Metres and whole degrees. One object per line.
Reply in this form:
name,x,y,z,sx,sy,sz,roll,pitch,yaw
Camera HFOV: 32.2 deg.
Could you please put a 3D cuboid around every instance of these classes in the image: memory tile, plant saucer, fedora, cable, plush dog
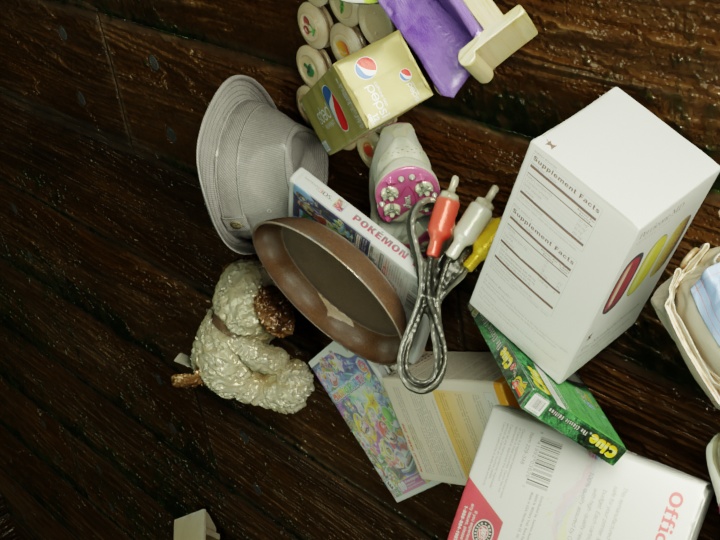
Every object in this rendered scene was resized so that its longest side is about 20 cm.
memory tile,-0.015,-0.205,1.258,0.153,0.017,0.201,38,142,33
plant saucer,-0.025,0.015,1.262,0.200,0.035,0.201,36,159,16
fedora,-0.091,-0.107,1.336,0.090,0.177,0.201,7,139,21
cable,0.067,0.008,1.133,0.097,0.201,0.050,24,164,5
plush dog,-0.148,0.067,1.551,0.200,0.160,0.173,43,124,50

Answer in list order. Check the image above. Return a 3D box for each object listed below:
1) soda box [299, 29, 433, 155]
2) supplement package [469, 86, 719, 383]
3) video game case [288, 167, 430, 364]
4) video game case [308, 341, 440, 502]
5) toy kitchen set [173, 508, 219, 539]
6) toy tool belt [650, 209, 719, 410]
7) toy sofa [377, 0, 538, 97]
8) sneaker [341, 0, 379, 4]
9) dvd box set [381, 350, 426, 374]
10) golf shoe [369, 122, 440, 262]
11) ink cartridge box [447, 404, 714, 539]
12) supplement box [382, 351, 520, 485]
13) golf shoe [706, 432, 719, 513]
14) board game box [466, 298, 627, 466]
soda box,0.001,-0.156,1.129,0.064,0.068,0.200,61,170,-5
supplement package,0.183,-0.025,1.009,0.109,0.114,0.200,43,146,21
video game case,0.000,0.000,1.268,0.182,0.023,0.200,38,159,12
video game case,0.021,0.168,1.450,0.201,0.018,0.143,57,151,6
toy kitchen set,-0.248,0.529,2.179,0.199,0.180,0.164,-25,51,28
toy tool belt,0.307,0.053,0.886,0.200,0.125,0.123,50,156,17
toy sofa,0.048,-0.245,1.023,0.200,0.097,0.083,56,-169,10
sneaker,-0.015,-0.301,1.127,0.200,0.074,0.081,35,137,34
dvd box set,0.026,0.104,1.435,0.146,0.029,0.201,17,129,51
golf shoe,0.042,-0.065,1.251,0.200,0.075,0.092,97,167,-56
ink cartridge box,0.193,0.221,1.107,0.199,0.086,0.148,20,89,21
supplement box,0.124,0.153,1.285,0.200,0.073,0.127,-4,111,55
golf shoe,0.331,0.225,1.038,0.092,0.072,0.201,-21,97,61
board game box,0.157,0.088,1.086,0.105,0.023,0.200,35,-167,-19
